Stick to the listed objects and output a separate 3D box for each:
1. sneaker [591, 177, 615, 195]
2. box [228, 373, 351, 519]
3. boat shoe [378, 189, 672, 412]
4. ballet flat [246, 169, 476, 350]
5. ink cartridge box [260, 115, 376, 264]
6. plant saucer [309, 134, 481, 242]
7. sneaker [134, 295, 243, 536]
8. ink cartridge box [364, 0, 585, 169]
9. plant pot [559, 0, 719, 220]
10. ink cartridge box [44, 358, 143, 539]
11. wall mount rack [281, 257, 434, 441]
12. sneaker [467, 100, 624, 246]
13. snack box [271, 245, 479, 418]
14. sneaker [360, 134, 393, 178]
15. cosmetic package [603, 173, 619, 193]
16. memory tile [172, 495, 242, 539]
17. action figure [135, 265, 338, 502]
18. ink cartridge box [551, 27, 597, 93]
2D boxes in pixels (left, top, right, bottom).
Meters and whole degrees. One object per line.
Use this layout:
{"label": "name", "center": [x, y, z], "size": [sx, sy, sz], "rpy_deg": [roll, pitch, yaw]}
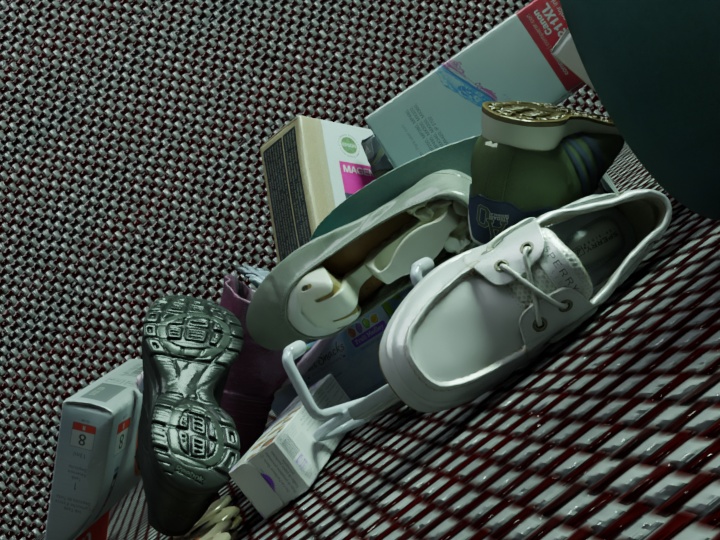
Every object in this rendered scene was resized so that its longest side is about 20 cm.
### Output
{"label": "sneaker", "center": [0.136, -0.032, 0.991], "size": [0.115, 0.075, 0.200], "rpy_deg": [-38, 2, 12]}
{"label": "box", "center": [-0.042, 0.118, 0.914], "size": [0.039, 0.041, 0.200], "rpy_deg": [-36, 2, 12]}
{"label": "boat shoe", "center": [0.094, 0.004, 0.713], "size": [0.200, 0.071, 0.069], "rpy_deg": [-35, -1, -32]}
{"label": "ballet flat", "center": [0.000, 0.000, 0.918], "size": [0.200, 0.067, 0.064], "rpy_deg": [-34, 21, 13]}
{"label": "ink cartridge box", "center": [0.011, -0.054, 1.306], "size": [0.200, 0.165, 0.075], "rpy_deg": [6, -26, -36]}
{"label": "plant saucer", "center": [0.060, -0.041, 1.010], "size": [0.201, 0.039, 0.201], "rpy_deg": [-23, -15, -7]}
{"label": "sneaker", "center": [-0.129, 0.097, 0.925], "size": [0.200, 0.076, 0.091], "rpy_deg": [-92, 22, -50]}
{"label": "ink cartridge box", "center": [0.112, -0.153, 1.135], "size": [0.200, 0.083, 0.146], "rpy_deg": [-33, 2, 10]}
{"label": "plant pot", "center": [0.207, -0.142, 0.603], "size": [0.161, 0.201, 0.201], "rpy_deg": [-21, 10, 37]}
{"label": "ink cartridge box", "center": [-0.205, 0.185, 1.069], "size": [0.050, 0.200, 0.162], "rpy_deg": [8, 9, 8]}
{"label": "wall mount rack", "center": [0.047, 0.035, 0.861], "size": [0.200, 0.075, 0.174], "rpy_deg": [-34, -12, 32]}
{"label": "sneaker", "center": [0.115, -0.059, 0.841], "size": [0.200, 0.067, 0.090], "rpy_deg": [-15, -62, -64]}
{"label": "snack box", "center": [0.027, 0.046, 1.135], "size": [0.169, 0.068, 0.200], "rpy_deg": [-34, 4, 38]}
{"label": "sneaker", "center": [0.088, -0.138, 1.280], "size": [0.200, 0.081, 0.074], "rpy_deg": [-33, -2, -27]}
{"label": "cosmetic package", "center": [0.142, -0.062, 1.203], "size": [0.090, 0.107, 0.200], "rpy_deg": [-35, 2, -16]}
{"label": "memory tile", "center": [-0.143, 0.206, 0.860], "size": [0.153, 0.017, 0.200], "rpy_deg": [-36, 1, -5]}
{"label": "action figure", "center": [-0.089, 0.101, 1.052], "size": [0.134, 0.149, 0.200], "rpy_deg": [6, -82, -68]}
{"label": "ink cartridge box", "center": [0.237, -0.155, 0.938], "size": [0.085, 0.146, 0.200], "rpy_deg": [-51, -7, 28]}
